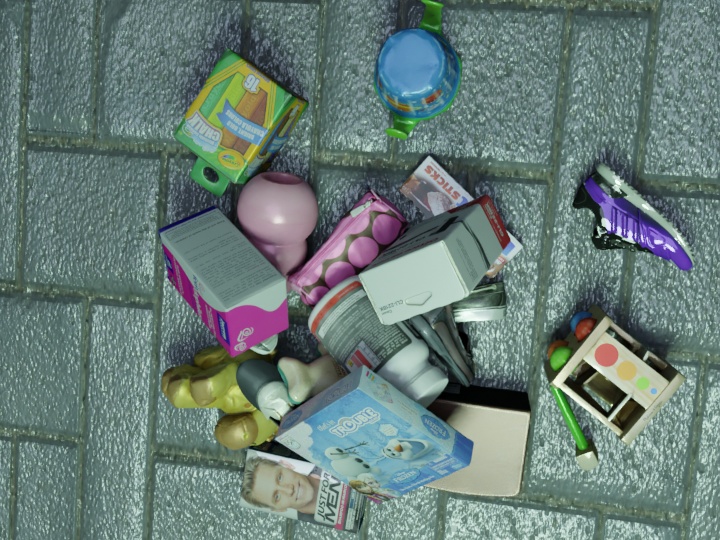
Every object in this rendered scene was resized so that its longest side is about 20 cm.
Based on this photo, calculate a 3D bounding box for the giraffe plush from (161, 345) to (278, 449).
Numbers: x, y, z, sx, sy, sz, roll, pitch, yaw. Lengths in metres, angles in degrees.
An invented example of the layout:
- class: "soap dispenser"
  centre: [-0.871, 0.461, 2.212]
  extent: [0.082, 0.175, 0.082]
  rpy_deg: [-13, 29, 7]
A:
- class: "giraffe plush"
  centre: [-0.193, 0.207, 1.243]
  extent: [0.199, 0.172, 0.164]
  rpy_deg: [-23, 104, -24]

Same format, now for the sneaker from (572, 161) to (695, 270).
- class: "sneaker"
  centre: [0.394, -0.058, 1.158]
  extent: [0.200, 0.070, 0.100]
  rpy_deg: [45, 107, 6]

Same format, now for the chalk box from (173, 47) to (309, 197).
- class: "chalk box"
  centre: [-0.190, -0.211, 1.199]
  extent: [0.124, 0.124, 0.201]
  rpy_deg: [35, 99, 4]

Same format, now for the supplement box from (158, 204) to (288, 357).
- class: "supplement box"
  centre: [-0.198, 0.012, 1.141]
  extent: [0.200, 0.103, 0.102]
  rpy_deg: [41, 146, 34]

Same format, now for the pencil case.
- class: "pencil case"
  centre: [-0.023, -0.030, 1.182]
  extent: [0.091, 0.094, 0.200]
  rpy_deg: [41, 93, 22]

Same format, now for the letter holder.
- class: "letter holder"
  centre: [0.151, 0.255, 1.205]
  extent: [0.198, 0.101, 0.144]
  rpy_deg: [6, 98, 8]

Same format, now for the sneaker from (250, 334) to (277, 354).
- class: "sneaker"
  centre: [-0.191, 0.066, 1.223]
  extent: [0.074, 0.088, 0.200]
  rpy_deg: [-33, 53, -22]

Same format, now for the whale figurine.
- class: "whale figurine"
  centre: [-0.042, 0.181, 1.188]
  extent: [0.104, 0.199, 0.160]
  rpy_deg: [-53, 47, 32]

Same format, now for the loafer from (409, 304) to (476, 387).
- class: "loafer"
  centre: [0.139, 0.108, 1.161]
  extent: [0.063, 0.200, 0.072]
  rpy_deg: [-42, 49, -3]

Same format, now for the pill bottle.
- class: "pill bottle"
  centre: [0.026, 0.114, 1.131]
  extent: [0.116, 0.116, 0.200]
  rpy_deg: [-46, 70, 10]

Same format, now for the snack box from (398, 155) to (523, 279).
- class: "snack box"
  centre: [0.153, -0.082, 1.209]
  extent: [0.200, 0.024, 0.072]
  rpy_deg: [44, 101, 3]

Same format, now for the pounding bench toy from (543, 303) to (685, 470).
- class: "pounding bench toy"
  centre: [0.335, 0.171, 1.155]
  extent: [0.156, 0.124, 0.201]
  rpy_deg: [37, 100, 4]

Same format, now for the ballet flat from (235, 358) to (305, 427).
- class: "ballet flat"
  centre: [-0.107, 0.207, 1.174]
  extent: [0.073, 0.073, 0.200]
  rpy_deg: [-31, 122, 10]

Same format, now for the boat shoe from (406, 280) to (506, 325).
- class: "boat shoe"
  centre: [0.123, 0.046, 1.207]
  extent: [0.198, 0.071, 0.064]
  rpy_deg: [-4, 95, 2]

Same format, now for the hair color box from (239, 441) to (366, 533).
- class: "hair color box"
  centre: [-0.088, 0.346, 1.268]
  extent: [0.198, 0.061, 0.101]
  rpy_deg: [10, 96, 8]

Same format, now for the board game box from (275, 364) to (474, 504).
- class: "board game box"
  centre: [0.016, 0.235, 1.087]
  extent: [0.198, 0.044, 0.200]
  rpy_deg: [37, 133, -17]

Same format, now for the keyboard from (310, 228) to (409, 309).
- class: "keyboard"
  centre: [0.000, 0.000, 1.243]
  extent: [0.127, 0.021, 0.200]
  rpy_deg: [44, 101, 3]

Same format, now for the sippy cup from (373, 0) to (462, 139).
- class: "sippy cup"
  centre: [0.079, -0.292, 1.147]
  extent: [0.138, 0.130, 0.179]
  rpy_deg: [-19, 92, 9]

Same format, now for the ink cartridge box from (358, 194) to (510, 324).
- class: "ink cartridge box"
  centre: [0.108, -0.017, 1.110]
  extent: [0.143, 0.200, 0.084]
  rpy_deg: [-22, 102, 33]

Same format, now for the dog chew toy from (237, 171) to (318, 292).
- class: "dog chew toy"
  centre: [-0.132, -0.046, 1.211]
  extent: [0.123, 0.125, 0.202]
  rpy_deg: [12, 112, 7]
